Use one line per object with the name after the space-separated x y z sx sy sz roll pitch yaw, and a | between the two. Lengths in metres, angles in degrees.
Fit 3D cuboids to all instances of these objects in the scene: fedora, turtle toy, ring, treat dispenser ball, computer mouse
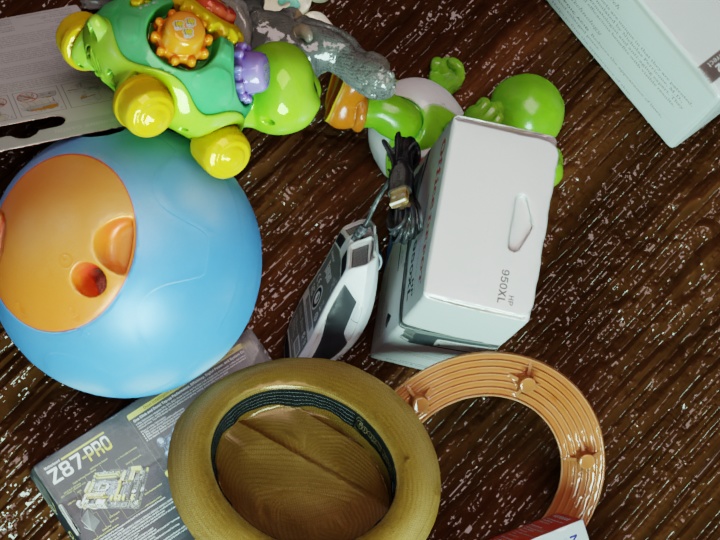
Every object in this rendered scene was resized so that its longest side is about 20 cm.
-0.042 0.159 1.502 0.200 0.082 0.201 2 56 -3 | fedora
-0.113 -0.142 1.472 0.200 0.146 0.101 27 103 -42 | turtle toy
0.091 0.157 1.570 0.200 0.019 0.201 -4 109 -11 | ring
-0.172 -0.007 1.520 0.201 0.201 0.201 3 75 -10 | treat dispenser ball
0.000 0.000 1.576 0.044 0.200 0.110 19 31 -18 | computer mouse

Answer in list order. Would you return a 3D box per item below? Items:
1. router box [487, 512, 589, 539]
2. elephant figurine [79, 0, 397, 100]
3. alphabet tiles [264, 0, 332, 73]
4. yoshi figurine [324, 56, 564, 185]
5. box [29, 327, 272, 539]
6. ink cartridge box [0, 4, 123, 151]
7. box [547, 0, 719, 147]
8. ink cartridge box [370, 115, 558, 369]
0.108 0.306 1.544 0.179 0.049 0.200 -19 95 -16 | router box
-0.094 -0.178 1.597 0.141 0.155 0.200 -12 70 -38 | elephant figurine
-0.112 -0.221 1.687 0.200 0.015 0.196 -37 85 -18 | alphabet tiles
0.078 -0.132 1.655 0.200 0.112 0.112 19 66 -9 | yoshi figurine
-0.123 0.163 1.564 0.200 0.049 0.161 -33 86 -17 | box
-0.264 -0.126 1.555 0.162 0.050 0.200 -13 38 -14 | ink cartridge box
0.282 -0.246 1.711 0.199 0.131 0.200 -37 85 -18 | box
0.075 -0.014 1.571 0.084 0.200 0.145 12 73 -8 | ink cartridge box
